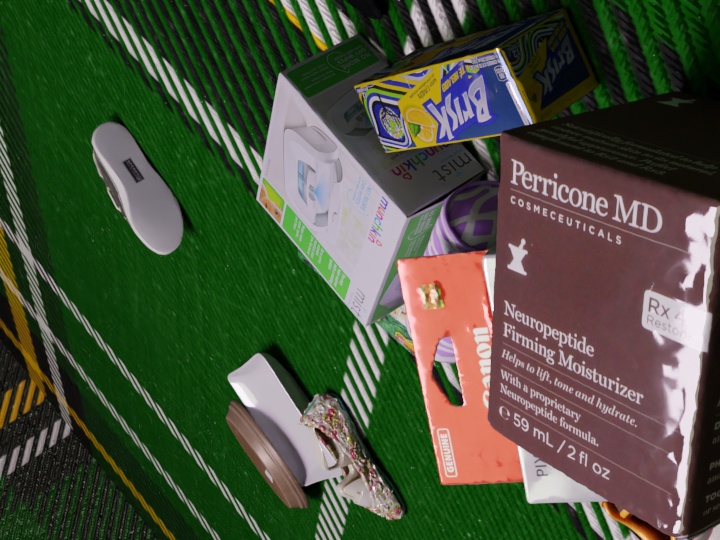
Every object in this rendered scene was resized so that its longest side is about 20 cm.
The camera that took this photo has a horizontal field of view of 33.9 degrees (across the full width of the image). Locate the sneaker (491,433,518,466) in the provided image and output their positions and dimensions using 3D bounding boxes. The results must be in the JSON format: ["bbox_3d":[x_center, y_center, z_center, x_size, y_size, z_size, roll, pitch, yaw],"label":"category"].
[{"bbox_3d":[0.135,0.128,1.036,0.200,0.078,0.091,35,-147,-78],"label":"sneaker"}]

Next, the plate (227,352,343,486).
[{"bbox_3d":[-0.101,0.208,1.664,0.200,0.032,0.200,55,156,1],"label":"plate"}]

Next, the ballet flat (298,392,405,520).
[{"bbox_3d":[-0.017,0.252,1.532,0.200,0.064,0.076,58,154,-6],"label":"ballet flat"}]

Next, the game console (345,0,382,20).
[{"bbox_3d":[-0.049,-0.326,0.955,0.200,0.116,0.176,40,120,29],"label":"game console"}]

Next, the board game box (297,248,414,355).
[{"bbox_3d":[0.000,0.000,1.252,0.200,0.023,0.105,39,152,32],"label":"board game box"}]

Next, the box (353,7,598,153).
[{"bbox_3d":[0.081,-0.138,0.887,0.200,0.070,0.064,0,121,61],"label":"box"}]

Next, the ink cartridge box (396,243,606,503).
[{"bbox_3d":[0.119,0.078,0.896,0.174,0.044,0.200,-7,102,23],"label":"ink cartridge box"}]

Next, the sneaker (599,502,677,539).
[{"bbox_3d":[0.226,0.167,0.987,0.200,0.077,0.078,47,156,22],"label":"sneaker"}]

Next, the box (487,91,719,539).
[{"bbox_3d":[0.191,0.016,0.705,0.166,0.164,0.200,27,125,48],"label":"box"}]

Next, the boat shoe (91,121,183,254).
[{"bbox_3d":[-0.306,-0.108,1.615,0.200,0.071,0.064,62,155,7],"label":"boat shoe"}]

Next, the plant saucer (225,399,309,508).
[{"bbox_3d":[-0.145,0.284,1.791,0.200,0.029,0.200,50,165,19],"label":"plant saucer"}]

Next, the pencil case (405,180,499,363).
[{"bbox_3d":[0.094,0.005,1.016,0.084,0.085,0.200,54,157,21],"label":"pencil case"}]

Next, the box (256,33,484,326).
[{"bbox_3d":[0.004,-0.077,1.069,0.176,0.097,0.200,51,153,17],"label":"box"}]

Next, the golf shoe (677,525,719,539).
[{"bbox_3d":[0.273,0.154,0.893,0.088,0.077,0.200,-15,108,56],"label":"golf shoe"}]
